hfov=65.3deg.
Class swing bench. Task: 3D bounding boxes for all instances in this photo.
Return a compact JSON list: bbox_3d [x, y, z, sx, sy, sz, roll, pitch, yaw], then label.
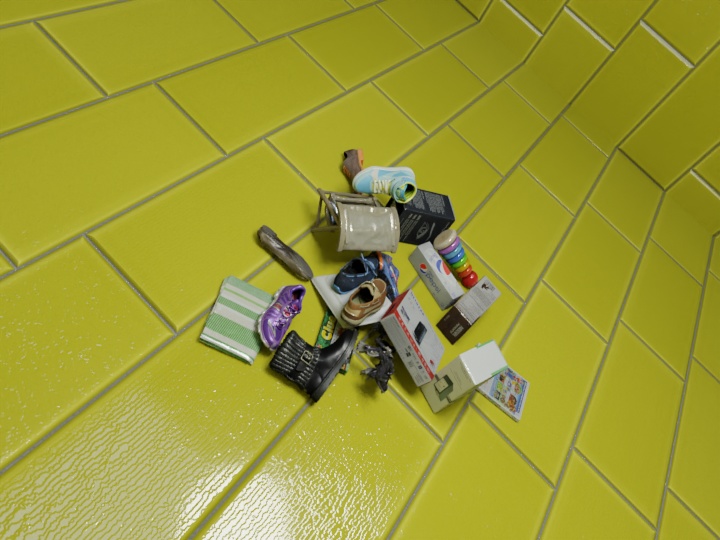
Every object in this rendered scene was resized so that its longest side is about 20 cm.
[{"bbox_3d":[-0.011,-0.141,1.610,0.193,0.135,0.199,1,19,-31],"label":"swing bench"}]

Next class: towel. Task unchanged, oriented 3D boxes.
[{"bbox_3d":[-0.296,0.117,1.382,0.149,0.024,0.204,27,46,-13],"label":"towel"}]

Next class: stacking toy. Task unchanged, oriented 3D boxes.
[{"bbox_3d":[0.313,-0.028,1.786,0.202,0.084,0.086,54,42,-19],"label":"stacking toy"}]

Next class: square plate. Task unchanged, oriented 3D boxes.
[{"bbox_3d":[-0.012,0.067,1.546,0.193,0.029,0.201,-7,43,-35],"label":"square plate"}]

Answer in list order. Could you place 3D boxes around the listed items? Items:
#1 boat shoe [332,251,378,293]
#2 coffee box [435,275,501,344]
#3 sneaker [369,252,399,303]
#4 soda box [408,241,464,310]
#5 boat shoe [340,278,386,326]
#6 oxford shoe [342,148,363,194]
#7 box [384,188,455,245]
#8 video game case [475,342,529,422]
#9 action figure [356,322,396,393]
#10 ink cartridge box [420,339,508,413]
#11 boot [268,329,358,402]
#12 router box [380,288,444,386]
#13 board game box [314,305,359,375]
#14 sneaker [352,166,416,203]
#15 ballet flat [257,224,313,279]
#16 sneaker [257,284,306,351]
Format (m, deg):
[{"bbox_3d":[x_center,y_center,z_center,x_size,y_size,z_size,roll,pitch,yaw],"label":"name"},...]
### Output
[{"bbox_3d":[0.000,0.000,1.555,0.082,0.070,0.200,29,35,13],"label":"boat shoe"},{"bbox_3d":[0.326,0.117,1.692,0.080,0.114,0.198,46,47,10],"label":"coffee box"},{"bbox_3d":[0.087,0.026,1.645,0.076,0.076,0.206,3,57,-32],"label":"sneaker"},{"bbox_3d":[0.234,0.015,1.743,0.062,0.069,0.203,-18,67,-38],"label":"soda box"},{"bbox_3d":[0.020,0.070,1.466,0.074,0.076,0.200,29,35,13],"label":"boat shoe"},{"bbox_3d":[-0.024,-0.319,1.849,0.070,0.073,0.205,1,50,-5],"label":"oxford shoe"},{"bbox_3d":[0.181,-0.170,1.795,0.193,0.149,0.107,9,51,-26],"label":"box"},{"bbox_3d":[0.401,0.325,1.648,0.198,0.018,0.144,38,46,-1],"label":"video game case"},{"bbox_3d":[0.041,0.229,1.433,0.098,0.123,0.202,1,27,9],"label":"action figure"},{"bbox_3d":[0.270,0.279,1.479,0.143,0.201,0.086,-16,67,-37],"label":"ink cartridge box"},{"bbox_3d":[-0.110,0.192,1.371,0.156,0.080,0.213,38,62,0],"label":"boot"},{"bbox_3d":[0.142,0.174,1.504,0.204,0.048,0.180,59,26,-7],"label":"router box"},{"bbox_3d":[-0.059,0.166,1.488,0.102,0.024,0.204,25,48,-10],"label":"board game box"},{"bbox_3d":[0.076,-0.247,1.651,0.192,0.082,0.132,-9,35,-4],"label":"sneaker"},{"bbox_3d":[-0.209,-0.041,1.541,0.199,0.047,0.067,43,15,-3],"label":"ballet flat"},{"bbox_3d":[-0.191,0.105,1.395,0.081,0.081,0.204,49,40,-30],"label":"sneaker"}]
